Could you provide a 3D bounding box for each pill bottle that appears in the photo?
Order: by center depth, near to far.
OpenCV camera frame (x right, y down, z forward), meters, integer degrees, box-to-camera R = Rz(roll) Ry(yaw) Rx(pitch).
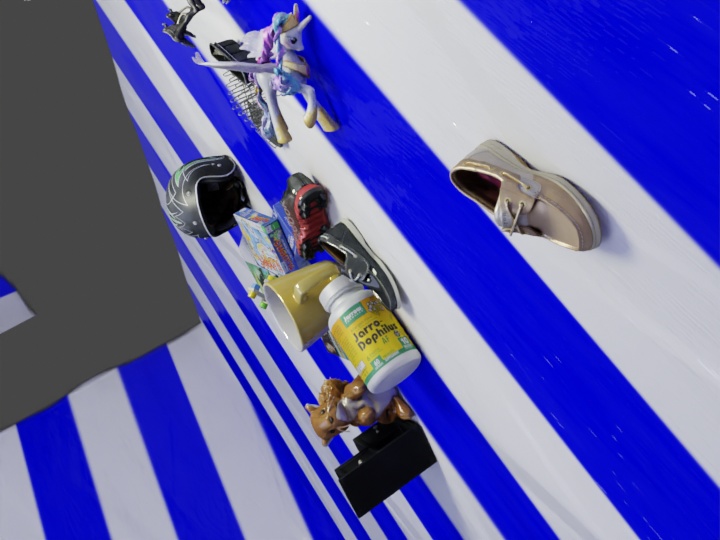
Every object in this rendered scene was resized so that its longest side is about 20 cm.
[{"bbox_3d":[0.012,0.108,1.551,0.201,0.112,0.113,55,162,20],"label":"pill bottle"}]

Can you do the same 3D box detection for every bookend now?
[{"bbox_3d":[0.024,0.392,1.798,0.093,0.197,0.199,62,163,-11],"label":"bookend"}]

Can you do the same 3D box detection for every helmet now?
[{"bbox_3d":[-0.377,-0.174,2.094,0.201,0.189,0.201,53,161,27],"label":"helmet"}]

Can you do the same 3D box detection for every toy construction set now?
[{"bbox_3d":[-0.156,0.069,1.924,0.129,0.094,0.200,19,-178,19],"label":"toy construction set"}]

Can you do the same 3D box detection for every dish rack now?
[{"bbox_3d":[-0.207,-0.323,1.622,0.153,0.054,0.202,46,157,43],"label":"dish rack"}]

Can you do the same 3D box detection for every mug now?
[{"bbox_3d":[-0.082,0.058,1.674,0.186,0.152,0.152,15,131,66],"label":"mug"}]

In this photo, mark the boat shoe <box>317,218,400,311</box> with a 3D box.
[{"bbox_3d":[0.000,0.000,1.502,0.201,0.067,0.072,51,158,26],"label":"boat shoe"}]

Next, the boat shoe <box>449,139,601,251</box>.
[{"bbox_3d":[0.168,-0.069,0.916,0.200,0.068,0.075,42,155,47],"label":"boat shoe"}]

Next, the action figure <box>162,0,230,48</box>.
[{"bbox_3d":[-0.263,-0.485,1.463,0.119,0.100,0.202,-96,30,-62],"label":"action figure"}]

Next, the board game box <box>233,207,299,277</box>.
[{"bbox_3d":[-0.204,-0.059,1.884,0.199,0.034,0.137,22,139,62],"label":"board game box"}]

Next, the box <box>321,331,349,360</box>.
[{"bbox_3d":[-0.034,0.139,1.831,0.083,0.049,0.199,65,162,-11],"label":"box"}]

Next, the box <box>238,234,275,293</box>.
[{"bbox_3d":[-0.262,-0.028,2.248,0.146,0.036,0.200,60,163,7],"label":"box"}]

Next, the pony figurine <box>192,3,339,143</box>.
[{"bbox_3d":[-0.135,-0.304,1.338,0.190,0.167,0.203,4,124,31],"label":"pony figurine"}]

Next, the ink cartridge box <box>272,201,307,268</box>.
[{"bbox_3d":[-0.151,-0.069,1.858,0.095,0.044,0.201,56,161,14],"label":"ink cartridge box"}]

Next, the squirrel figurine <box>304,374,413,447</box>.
[{"bbox_3d":[-0.022,0.282,1.782,0.143,0.185,0.200,61,163,-3],"label":"squirrel figurine"}]

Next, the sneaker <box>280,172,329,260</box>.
[{"bbox_3d":[-0.106,-0.106,1.633,0.098,0.070,0.202,50,157,30],"label":"sneaker"}]
